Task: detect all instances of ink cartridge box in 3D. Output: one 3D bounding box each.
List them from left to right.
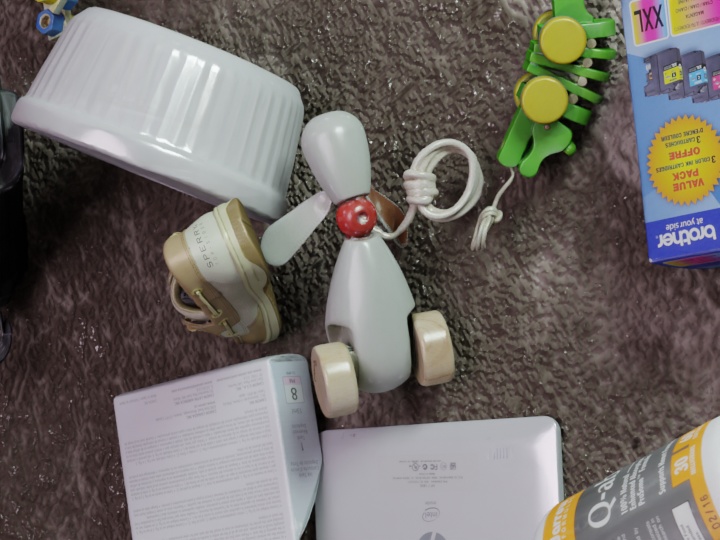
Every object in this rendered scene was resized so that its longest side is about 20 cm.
[{"bbox_3d":[-0.095,0.171,1.743,0.162,0.057,0.200,-15,83,40],"label":"ink cartridge box"},{"bbox_3d":[0.239,-0.078,1.492,0.136,0.076,0.200,-12,82,36],"label":"ink cartridge box"}]

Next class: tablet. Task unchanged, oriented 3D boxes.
[{"bbox_3d":[0.051,0.167,1.657,0.200,0.014,0.130,-7,83,37],"label":"tablet"}]

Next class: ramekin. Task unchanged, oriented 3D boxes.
[{"bbox_3d":[-0.131,-0.109,1.706,0.202,0.202,0.094,19,88,36],"label":"ramekin"}]

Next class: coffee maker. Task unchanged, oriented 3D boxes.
[{"bbox_3d":[-0.293,-0.052,1.807,0.135,0.200,0.192,-29,75,-15],"label":"coffee maker"}]

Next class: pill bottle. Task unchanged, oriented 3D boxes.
[{"bbox_3d":[0.176,0.176,1.497,0.200,0.116,0.117,-32,68,31],"label":"pill bottle"}]

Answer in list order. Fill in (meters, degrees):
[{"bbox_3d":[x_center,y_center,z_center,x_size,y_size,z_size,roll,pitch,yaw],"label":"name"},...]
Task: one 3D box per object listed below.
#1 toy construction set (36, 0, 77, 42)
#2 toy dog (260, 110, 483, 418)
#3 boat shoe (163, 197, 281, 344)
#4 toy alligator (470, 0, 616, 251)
[{"bbox_3d":[-0.246,-0.284,1.869,0.131,0.092,0.200,-47,72,25],"label":"toy construction set"},{"bbox_3d":[0.000,0.000,1.659,0.096,0.132,0.200,176,102,-75],"label":"toy dog"},{"bbox_3d":[-0.097,0.007,1.671,0.066,0.200,0.074,-21,70,-4],"label":"boat shoe"},{"bbox_3d":[0.125,-0.101,1.596,0.054,0.059,0.200,16,99,-4],"label":"toy alligator"}]
